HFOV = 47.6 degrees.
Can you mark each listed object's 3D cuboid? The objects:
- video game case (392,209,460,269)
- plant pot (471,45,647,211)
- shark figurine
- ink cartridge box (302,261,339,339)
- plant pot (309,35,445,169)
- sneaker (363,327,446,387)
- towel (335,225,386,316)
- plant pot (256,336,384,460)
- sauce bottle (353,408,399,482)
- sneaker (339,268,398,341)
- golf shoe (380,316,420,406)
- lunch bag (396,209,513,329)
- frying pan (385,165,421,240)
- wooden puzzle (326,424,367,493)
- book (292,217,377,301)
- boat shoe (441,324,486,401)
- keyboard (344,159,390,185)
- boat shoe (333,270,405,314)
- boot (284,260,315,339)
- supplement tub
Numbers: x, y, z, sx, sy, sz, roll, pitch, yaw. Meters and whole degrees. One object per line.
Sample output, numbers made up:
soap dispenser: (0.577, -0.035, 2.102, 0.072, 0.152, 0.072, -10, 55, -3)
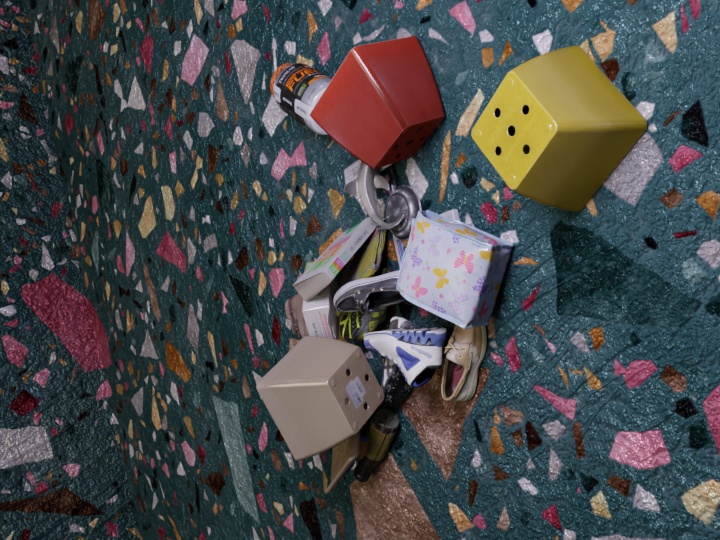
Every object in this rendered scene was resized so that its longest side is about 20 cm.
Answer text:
video game case: (0.147, -0.032, 1.704, 0.198, 0.018, 0.147, -19, 82, 52)
plant pot: (0.303, -0.228, 1.336, 0.202, 0.174, 0.201, 58, 136, 27)
shark figurine: (0.011, -0.157, 1.751, 0.128, 0.088, 0.219, -45, 51, 51)
ink cartridge box: (-0.090, 0.087, 1.885, 0.202, 0.066, 0.119, -89, -11, -48)
plant pot: (0.052, -0.325, 1.649, 0.178, 0.198, 0.200, 55, 136, 12)
sneaker: (0.091, 0.178, 1.667, 0.197, 0.080, 0.118, -4, 89, 42)
towel: (0.000, 0.000, 1.840, 0.201, 0.022, 0.145, -52, 20, 42)
plant pot: (-0.067, 0.264, 1.761, 0.175, 0.200, 0.203, -14, 109, 40)
sauce bottle: (0.031, 0.411, 1.898, 0.065, 0.064, 0.203, 49, 130, 35)
sneaker: (0.031, 0.076, 1.837, 0.201, 0.076, 0.076, -51, 50, 22)
golf shoe: (0.078, 0.198, 1.800, 0.094, 0.076, 0.204, 40, 119, 51)
lunch bag: (0.171, -0.007, 1.565, 0.197, 0.126, 0.173, 24, 105, 31)
frying pan: (0.085, -0.161, 1.740, 0.114, 0.030, 0.195, -6, 88, 53)
wooden puzzle: (-0.024, 0.398, 1.915, 0.186, 0.045, 0.203, 119, 165, -46)
book: (-0.051, -0.030, 1.825, 0.048, 0.201, 0.133, 47, 142, -11)
boat shoe: (0.202, 0.170, 1.629, 0.073, 0.065, 0.205, 21, 112, 48)
keyboard: (0.015, -0.232, 1.830, 0.199, 0.010, 0.058, -25, 73, 56)
boat shoe: (0.025, 0.061, 1.744, 0.196, 0.070, 0.067, -15, 41, 24)
boot: (-0.143, 0.079, 2.063, 0.145, 0.069, 0.205, -3, 93, 55)
supplement tub: (-0.121, -0.405, 1.900, 0.199, 0.121, 0.125, 38, 125, 41)
